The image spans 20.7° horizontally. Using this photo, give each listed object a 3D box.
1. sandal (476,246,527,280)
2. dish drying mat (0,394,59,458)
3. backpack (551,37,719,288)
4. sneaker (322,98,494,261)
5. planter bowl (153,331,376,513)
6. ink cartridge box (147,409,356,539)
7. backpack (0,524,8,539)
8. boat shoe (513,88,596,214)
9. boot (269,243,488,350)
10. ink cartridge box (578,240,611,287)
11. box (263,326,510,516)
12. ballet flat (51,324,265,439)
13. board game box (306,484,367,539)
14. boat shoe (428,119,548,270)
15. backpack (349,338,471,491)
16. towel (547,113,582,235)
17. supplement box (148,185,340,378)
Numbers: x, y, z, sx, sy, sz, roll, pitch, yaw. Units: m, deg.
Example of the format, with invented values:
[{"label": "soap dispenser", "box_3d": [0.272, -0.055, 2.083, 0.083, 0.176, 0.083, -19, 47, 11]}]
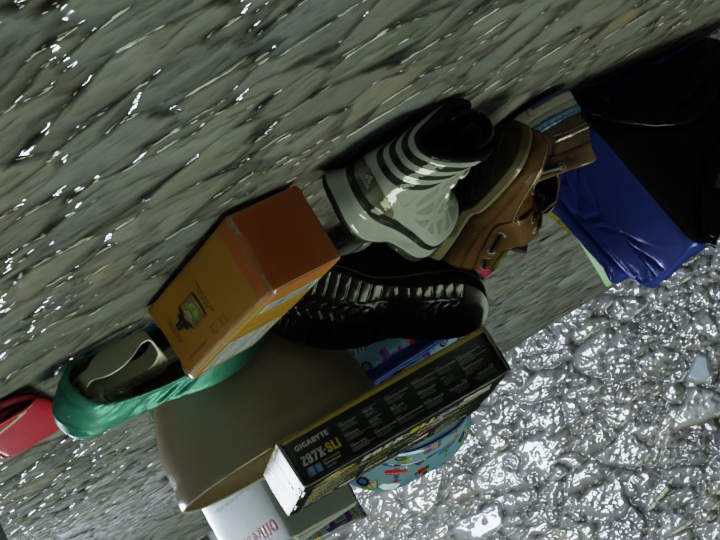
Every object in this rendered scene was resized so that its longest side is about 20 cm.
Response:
[{"label": "sandal", "box_3d": [0.094, -0.014, 1.884, 0.075, 0.045, 0.200, 9, -172, 31]}, {"label": "dish drying mat", "box_3d": [-0.287, 0.131, 1.647, 0.077, 0.018, 0.200, -30, 172, -4]}, {"label": "backpack", "box_3d": [0.264, -0.098, 1.681, 0.200, 0.163, 0.168, -37, 177, -31]}, {"label": "sneaker", "box_3d": [0.061, -0.067, 1.442, 0.115, 0.076, 0.200, -30, 170, 18]}, {"label": "planter bowl", "box_3d": [-0.100, 0.103, 1.708, 0.200, 0.135, 0.200, -31, 171, -6]}, {"label": "ink cartridge box", "box_3d": [-0.107, 0.174, 1.882, 0.083, 0.200, 0.147, -24, 171, -33]}, {"label": "backpack", "box_3d": [-0.330, 0.195, 1.344, 0.154, 0.200, 0.190, -36, 164, 10]}, {"label": "boat shoe", "box_3d": [0.125, -0.073, 1.628, 0.072, 0.072, 0.200, -25, 171, -31]}, {"label": "boot", "box_3d": [0.000, 0.000, 1.670, 0.199, 0.138, 0.078, 5, 122, -9]}, {"label": "ink cartridge box", "box_3d": [0.276, -0.069, 2.010, 0.067, 0.117, 0.200, -28, 172, -15]}, {"label": "box", "box_3d": [0.019, 0.130, 1.658, 0.200, 0.049, 0.160, -29, 168, -13]}, {"label": "ballet flat", "box_3d": [-0.156, 0.069, 1.578, 0.200, 0.067, 0.070, -28, 153, -24]}, {"label": "board game box", "box_3d": [-0.090, 0.192, 2.046, 0.105, 0.200, 0.103, -29, 172, 5]}, {"label": "boat shoe", "box_3d": [0.114, -0.057, 1.551, 0.200, 0.068, 0.072, 133, -23, -65]}, {"label": "backpack", "box_3d": [0.023, 0.102, 1.897, 0.182, 0.200, 0.135, -25, 171, -22]}, {"label": "towel", "box_3d": [0.190, -0.089, 1.774, 0.086, 0.018, 0.200, -44, 154, 7]}, {"label": "supplement box", "box_3d": [-0.089, 0.012, 1.443, 0.069, 0.067, 0.200, -28, 173, -32]}]
